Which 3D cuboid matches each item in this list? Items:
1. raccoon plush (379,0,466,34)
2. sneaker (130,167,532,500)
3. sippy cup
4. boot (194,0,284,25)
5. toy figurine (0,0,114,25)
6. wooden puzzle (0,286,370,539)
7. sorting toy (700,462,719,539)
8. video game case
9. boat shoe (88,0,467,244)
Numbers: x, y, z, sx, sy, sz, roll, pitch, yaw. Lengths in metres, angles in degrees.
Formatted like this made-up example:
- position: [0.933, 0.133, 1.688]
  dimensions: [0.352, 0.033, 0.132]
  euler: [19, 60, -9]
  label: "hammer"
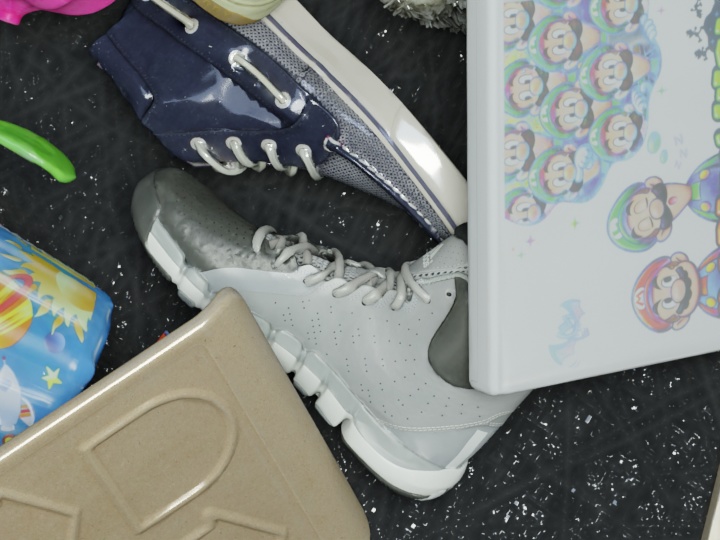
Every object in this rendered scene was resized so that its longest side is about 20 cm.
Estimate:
- position: [0.090, -0.093, 1.355]
  dimensions: [0.134, 0.097, 0.201]
  euler: [-19, 85, 2]
  label: "raccoon plush"
- position: [0.000, 0.000, 1.323]
  dimensions: [0.200, 0.075, 0.115]
  euler: [43, 114, -7]
  label: "sneaker"
- position: [-0.185, 0.029, 1.304]
  dimensions: [0.130, 0.178, 0.140]
  euler: [24, 50, -12]
  label: "sippy cup"
- position: [0.006, -0.211, 1.300]
  dimensions: [0.072, 0.155, 0.200]
  euler: [39, 53, -5]
  label: "boot"
- position: [-0.126, -0.203, 1.317]
  dimensions: [0.150, 0.184, 0.200]
  euler: [25, 41, -8]
  label: "toy figurine"
- position: [-0.107, 0.116, 1.294]
  dimensions: [0.200, 0.185, 0.046]
  euler: [-37, 45, -9]
  label: "wooden puzzle"
- position: [0.256, 0.151, 1.345]
  dimensions: [0.198, 0.070, 0.201]
  euler: [15, 82, -2]
  label: "sorting toy"
- position: [0.126, -0.056, 1.301]
  dimensions: [0.182, 0.024, 0.201]
  euler: [-10, 107, -32]
  label: "video game case"
- position: [-0.036, -0.065, 1.354]
  dimensions: [0.093, 0.075, 0.200]
  euler: [-44, 80, -2]
  label: "boat shoe"
